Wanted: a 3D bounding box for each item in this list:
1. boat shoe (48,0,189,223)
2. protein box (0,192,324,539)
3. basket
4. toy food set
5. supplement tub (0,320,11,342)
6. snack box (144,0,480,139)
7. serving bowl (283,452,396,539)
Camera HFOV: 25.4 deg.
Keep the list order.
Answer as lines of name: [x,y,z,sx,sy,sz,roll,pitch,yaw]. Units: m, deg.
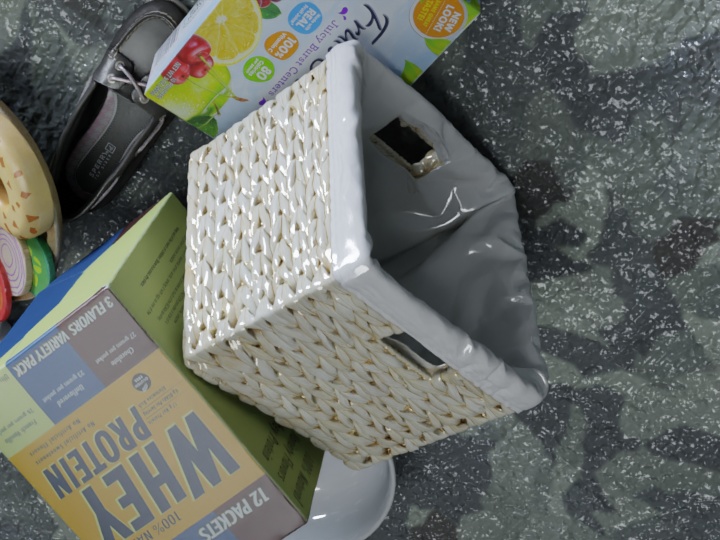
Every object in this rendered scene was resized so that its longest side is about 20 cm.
boat shoe: [-0.177,-0.111,1.174,0.067,0.057,0.200,32,126,-4]
protein box: [-0.136,0.088,1.100,0.135,0.199,0.200,-35,103,16]
basket: [0.000,0.000,1.062,0.160,0.201,0.198,-30,134,27]
toy food set: [-0.299,-0.057,1.216,0.199,0.049,0.199,32,135,24]
supplement tub: [-0.372,0.071,1.294,0.200,0.145,0.145,37,126,-19]
snack box: [-0.034,-0.159,1.082,0.142,0.053,0.200,30,128,-22]
serving bowl: [-0.064,0.136,1.278,0.199,0.066,0.201,6,125,9]
